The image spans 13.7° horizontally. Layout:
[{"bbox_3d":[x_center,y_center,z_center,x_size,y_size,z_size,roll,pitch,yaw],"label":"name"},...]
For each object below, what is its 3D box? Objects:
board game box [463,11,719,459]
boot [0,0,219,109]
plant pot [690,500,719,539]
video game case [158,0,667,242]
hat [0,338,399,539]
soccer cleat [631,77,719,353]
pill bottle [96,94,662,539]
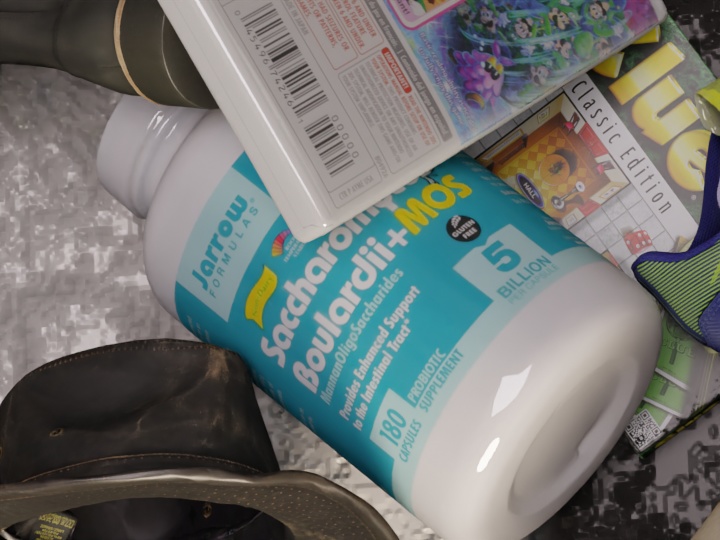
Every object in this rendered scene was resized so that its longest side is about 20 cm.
[{"bbox_3d":[0.086,-0.043,1.097,0.105,0.023,0.200,-36,78,3],"label":"board game box"},{"bbox_3d":[-0.061,-0.132,1.089,0.138,0.200,0.078,7,123,38],"label":"boot"},{"bbox_3d":[0.221,0.068,0.981,0.200,0.201,0.184,27,78,14],"label":"plant pot"},{"bbox_3d":[-0.004,-0.135,1.020,0.182,0.024,0.201,-32,94,-37],"label":"video game case"},{"bbox_3d":[-0.074,0.071,1.040,0.199,0.201,0.081,-2,65,11],"label":"hat"},{"bbox_3d":[0.164,-0.062,1.045,0.083,0.065,0.201,30,78,5],"label":"soccer cleat"},{"bbox_3d":[0.000,0.000,1.056,0.200,0.111,0.111,37,91,23],"label":"pill bottle"}]
